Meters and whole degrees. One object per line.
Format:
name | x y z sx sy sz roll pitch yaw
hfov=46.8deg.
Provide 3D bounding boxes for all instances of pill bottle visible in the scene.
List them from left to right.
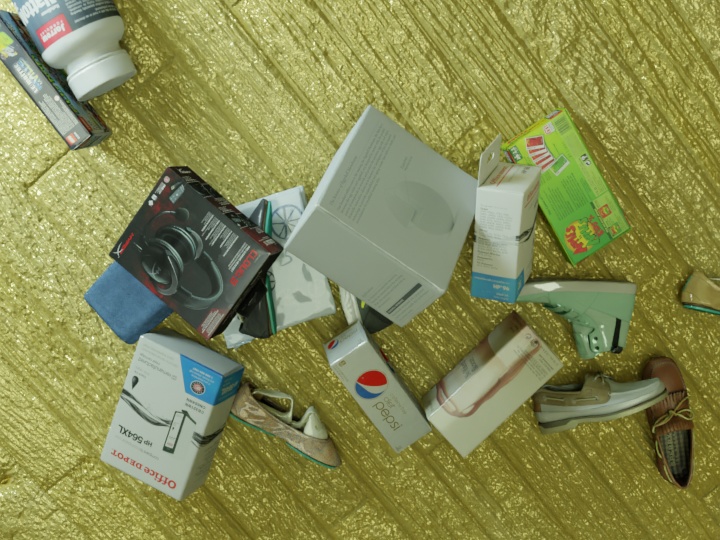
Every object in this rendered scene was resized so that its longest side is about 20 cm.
pill bottle | -0.384 -0.338 1.105 0.118 0.120 0.203 -26 101 3

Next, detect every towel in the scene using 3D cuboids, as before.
towel | -0.295 0.007 1.201 0.199 0.049 0.112 -40 93 11

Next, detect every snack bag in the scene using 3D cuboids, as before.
snack bag | -0.141 -0.002 1.231 0.185 0.021 0.204 -18 101 2

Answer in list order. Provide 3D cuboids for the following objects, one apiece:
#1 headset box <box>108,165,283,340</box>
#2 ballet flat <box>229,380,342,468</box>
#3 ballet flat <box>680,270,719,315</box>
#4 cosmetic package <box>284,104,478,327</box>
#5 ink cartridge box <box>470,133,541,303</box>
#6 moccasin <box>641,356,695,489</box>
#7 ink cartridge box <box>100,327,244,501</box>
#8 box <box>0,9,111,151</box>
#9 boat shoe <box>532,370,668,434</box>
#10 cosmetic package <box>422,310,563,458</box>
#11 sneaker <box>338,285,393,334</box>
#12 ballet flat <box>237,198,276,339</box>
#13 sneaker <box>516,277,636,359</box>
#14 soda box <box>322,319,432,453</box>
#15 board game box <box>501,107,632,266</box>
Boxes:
headset box | -0.212 -0.019 1.120 0.199 0.077 0.150 40 102 4
ballet flat | -0.104 0.229 1.256 0.197 0.068 0.068 29 97 -8
ballet flat | 0.578 0.051 1.245 0.196 0.069 0.064 18 86 -6
cosmetic package | 0.034 -0.073 1.120 0.198 0.201 0.123 34 143 -10
ink cartridge box | 0.203 -0.073 1.152 0.067 0.116 0.204 10 117 20
moccasin | 0.472 0.232 1.268 0.072 0.078 0.206 -5 100 2
ink cartridge box | -0.275 0.209 1.220 0.144 0.084 0.204 22 100 11
box | -0.425 -0.256 1.126 0.034 0.110 0.201 -35 101 5
boat shoe | 0.352 0.187 1.242 0.197 0.075 0.070 -19 85 19
cosmetic package | 0.192 0.165 1.235 0.087 0.103 0.200 44 95 -8
sneaker | 0.000 0.000 1.218 0.083 0.075 0.204 -15 110 -5
ballet flat | -0.156 0.000 1.187 0.071 0.073 0.205 -1 103 -2
sneaker | 0.310 0.072 1.231 0.196 0.074 0.121 3 95 -5
soda box | 0.026 0.171 1.220 0.067 0.064 0.201 -33 120 4
board game box | 0.298 -0.121 1.209 0.101 0.048 0.202 -32 100 5
